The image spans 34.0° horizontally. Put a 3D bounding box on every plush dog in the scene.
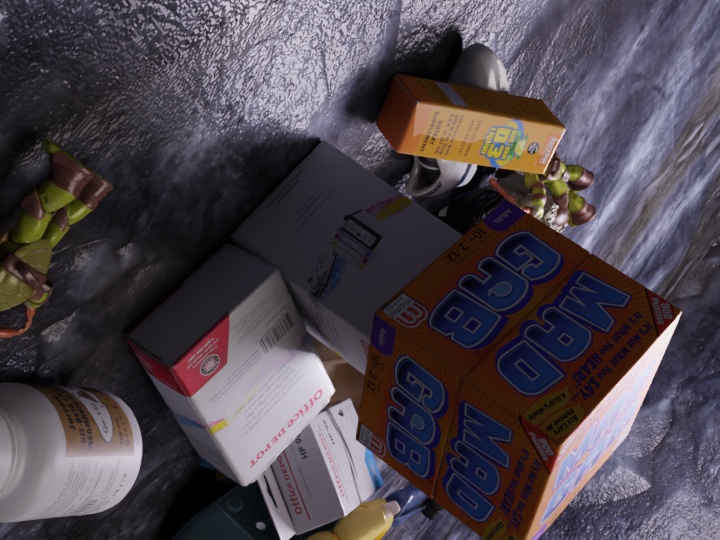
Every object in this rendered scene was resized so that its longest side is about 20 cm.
[{"bbox_3d":[0.167,-0.057,1.565,0.172,0.161,0.200,-23,151,-18],"label":"plush dog"}]

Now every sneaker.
[{"bbox_3d":[0.108,-0.167,1.353,0.080,0.076,0.200,-21,141,-37],"label":"sneaker"},{"bbox_3d":[0.126,-0.040,1.348,0.112,0.073,0.200,-33,-157,9],"label":"sneaker"}]

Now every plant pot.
[{"bbox_3d":[-0.005,0.105,1.428,0.201,0.200,0.093,70,17,-63],"label":"plant pot"},{"bbox_3d":[-0.116,0.349,1.460,0.196,0.196,0.200,-32,153,-42],"label":"plant pot"}]

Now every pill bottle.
[{"bbox_3d":[-0.282,0.152,0.986,0.114,0.114,0.200,-57,157,7],"label":"pill bottle"}]

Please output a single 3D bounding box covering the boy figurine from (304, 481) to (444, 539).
[{"bbox_3d":[0.010,0.301,1.368,0.200,0.064,0.124,-27,162,-32],"label":"boy figurine"}]

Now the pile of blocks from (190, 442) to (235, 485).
[{"bbox_3d":[-0.155,0.181,1.364,0.200,0.082,0.062,108,-16,-55],"label":"pile of blocks"}]

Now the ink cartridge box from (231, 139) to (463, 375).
[{"bbox_3d":[0.000,0.000,1.205,0.145,0.200,0.147,-47,157,-15],"label":"ink cartridge box"}]

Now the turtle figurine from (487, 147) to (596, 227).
[{"bbox_3d":[0.218,-0.130,1.421,0.161,0.200,0.064,28,126,-34],"label":"turtle figurine"}]

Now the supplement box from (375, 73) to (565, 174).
[{"bbox_3d":[0.122,-0.158,1.282,0.200,0.069,0.067,3,124,-30],"label":"supplement box"}]

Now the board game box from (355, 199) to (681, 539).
[{"bbox_3d":[0.140,0.101,1.102,0.200,0.200,0.200,-39,153,-33],"label":"board game box"}]

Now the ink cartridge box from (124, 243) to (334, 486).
[{"bbox_3d":[-0.126,0.096,1.184,0.148,0.086,0.200,-44,139,-24],"label":"ink cartridge box"}]

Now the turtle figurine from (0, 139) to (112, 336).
[{"bbox_3d":[-0.254,-0.015,0.857,0.161,0.064,0.200,-54,159,-3],"label":"turtle figurine"}]

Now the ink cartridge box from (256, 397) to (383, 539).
[{"bbox_3d":[-0.047,0.222,1.333,0.067,0.116,0.200,-23,177,16],"label":"ink cartridge box"}]
